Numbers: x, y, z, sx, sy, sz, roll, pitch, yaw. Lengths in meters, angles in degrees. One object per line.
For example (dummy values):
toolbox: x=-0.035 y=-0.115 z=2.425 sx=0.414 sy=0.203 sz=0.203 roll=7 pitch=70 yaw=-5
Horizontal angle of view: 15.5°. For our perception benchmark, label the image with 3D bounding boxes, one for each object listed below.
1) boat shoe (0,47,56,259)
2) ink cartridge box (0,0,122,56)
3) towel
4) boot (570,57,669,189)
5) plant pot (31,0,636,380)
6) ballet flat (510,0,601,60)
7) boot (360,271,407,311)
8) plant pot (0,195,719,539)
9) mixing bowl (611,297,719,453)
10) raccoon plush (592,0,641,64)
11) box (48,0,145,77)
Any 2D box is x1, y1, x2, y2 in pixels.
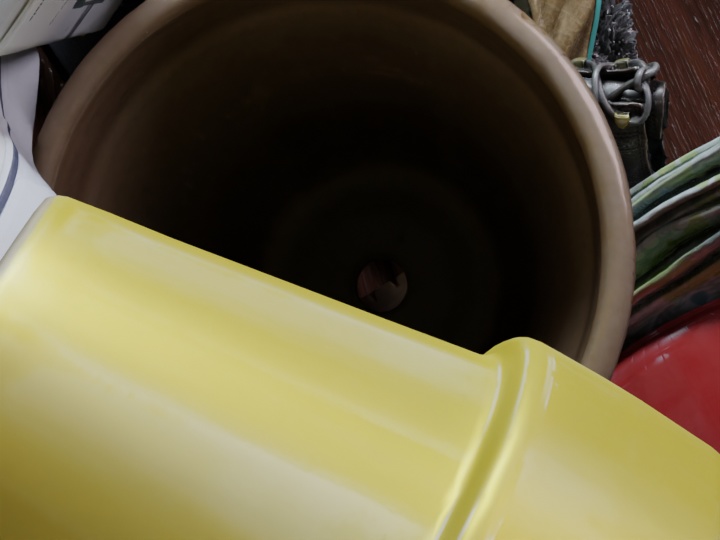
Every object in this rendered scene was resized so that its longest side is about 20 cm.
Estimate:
boat shoe: x=-0.138 y=-0.037 z=0.824 sx=0.066 sy=0.072 sz=0.200 roll=36 pitch=24 yaw=-24
ink cartridge box: x=-0.140 y=-0.148 z=0.887 sx=0.146 sy=0.084 sz=0.200 roll=35 pitch=8 yaw=-2
towel: x=0.158 y=-0.007 z=1.070 sx=0.200 sy=0.171 sz=0.048 roll=2 pitch=59 yaw=-51
boot: x=0.032 y=-0.072 z=1.024 sx=0.200 sy=0.174 sz=0.069 roll=55 pitch=41 yaw=-60
plant pot: x=0.000 y=0.000 z=0.917 sx=0.200 sy=0.200 sz=0.175 roll=54 pitch=5 yaw=9
ballet flat: x=0.077 y=-0.066 z=1.264 sx=0.072 sy=0.200 sz=0.068 roll=-1 pitch=5 yaw=-26
boot: x=0.072 y=0.032 z=1.151 sx=0.107 sy=0.075 sz=0.200 roll=57 pitch=29 yaw=3
plant pot: x=-0.035 y=0.082 z=0.690 sx=0.189 sy=0.201 sz=0.201 roll=33 pitch=23 yaw=-5
mixing bowl: x=0.152 y=0.077 z=1.037 sx=0.200 sy=0.200 sz=0.108 roll=12 pitch=47 yaw=-59
raccoon plush: x=0.118 y=-0.071 z=1.391 sx=0.200 sy=0.097 sz=0.134 roll=41 pitch=31 yaw=-25
box: x=-0.090 y=-0.140 z=1.122 sx=0.158 sy=0.048 sz=0.200 roll=55 pitch=21 yaw=10
